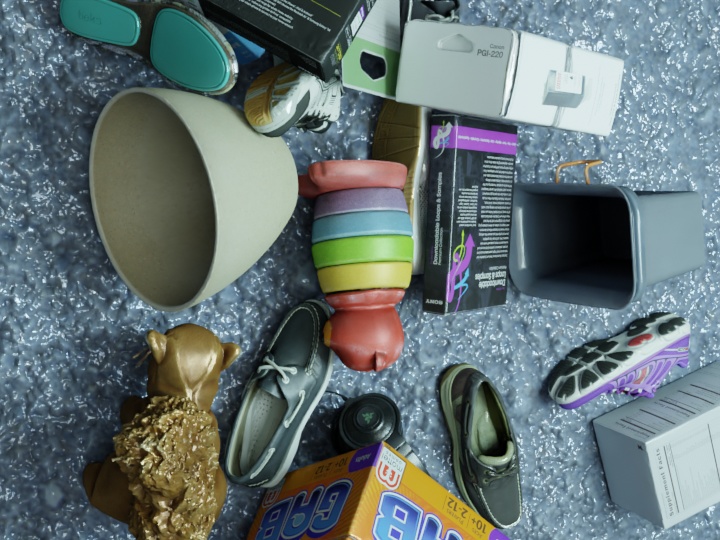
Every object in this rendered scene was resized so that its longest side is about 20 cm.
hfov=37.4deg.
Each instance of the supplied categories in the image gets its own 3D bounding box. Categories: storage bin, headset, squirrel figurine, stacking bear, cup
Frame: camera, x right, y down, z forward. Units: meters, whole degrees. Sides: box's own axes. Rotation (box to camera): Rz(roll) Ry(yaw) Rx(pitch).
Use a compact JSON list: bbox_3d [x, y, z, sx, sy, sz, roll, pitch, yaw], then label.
[{"bbox_3d":[0.269,-0.048,1.157,0.132,0.199,0.149,-11,100,-31],"label":"storage bin"},{"bbox_3d":[0.016,0.157,1.116,0.094,0.124,0.201,-40,84,-16],"label":"headset"},{"bbox_3d":[-0.169,0.151,0.994,0.139,0.200,0.190,15,99,-17],"label":"squirrel figurine"},{"bbox_3d":[0.000,0.000,1.065,0.111,0.121,0.204,-3,86,-16],"label":"stacking bear"},{"bbox_3d":[-0.142,-0.077,1.002,0.142,0.198,0.205,-17,103,-42],"label":"cup"}]

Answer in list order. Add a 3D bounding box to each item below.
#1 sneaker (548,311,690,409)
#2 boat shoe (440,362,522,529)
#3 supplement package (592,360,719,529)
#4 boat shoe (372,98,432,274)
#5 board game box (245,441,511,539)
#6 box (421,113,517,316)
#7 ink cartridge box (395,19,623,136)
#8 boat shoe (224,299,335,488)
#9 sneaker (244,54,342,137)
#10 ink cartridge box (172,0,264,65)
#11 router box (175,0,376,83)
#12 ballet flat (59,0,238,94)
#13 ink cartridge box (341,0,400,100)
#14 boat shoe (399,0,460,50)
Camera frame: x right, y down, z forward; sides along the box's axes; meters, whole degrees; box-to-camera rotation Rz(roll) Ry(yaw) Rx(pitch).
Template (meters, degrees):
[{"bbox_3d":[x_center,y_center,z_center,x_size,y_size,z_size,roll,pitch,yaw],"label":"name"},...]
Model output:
[{"bbox_3d":[0.313,0.122,1.246,0.197,0.080,0.085,-21,109,-18],"label":"sneaker"},{"bbox_3d":[0.143,0.204,1.192,0.071,0.066,0.204,-21,103,-18],"label":"boat shoe"},{"bbox_3d":[0.395,0.202,1.267,0.197,0.109,0.116,-20,103,-18],"label":"supplement package"},{"bbox_3d":[0.058,-0.097,1.132,0.068,0.070,0.204,-3,97,-42],"label":"boat shoe"},{"bbox_3d":[0.002,0.323,1.042,0.199,0.199,0.202,39,51,-20],"label":"board game box"},{"bbox_3d":[0.117,-0.058,1.135,0.142,0.036,0.205,-3,97,-56],"label":"box"},{"bbox_3d":[0.152,-0.192,1.073,0.198,0.144,0.087,2,101,-48],"label":"ink cartridge box"},{"bbox_3d":[-0.082,0.125,1.085,0.060,0.075,0.204,18,87,-59],"label":"boat shoe"},{"bbox_3d":[-0.051,-0.166,1.022,0.074,0.201,0.089,-15,117,21],"label":"sneaker"},{"bbox_3d":[-0.146,-0.311,1.024,0.199,0.067,0.117,40,81,-20],"label":"ink cartridge box"},{"bbox_3d":[-0.078,-0.280,0.941,0.198,0.051,0.151,30,81,9],"label":"router box"},{"bbox_3d":[-0.183,-0.220,0.980,0.198,0.072,0.073,25,86,19],"label":"ballet flat"},{"bbox_3d":[-0.005,-0.275,1.046,0.145,0.047,0.205,-5,97,-64],"label":"ink cartridge box"},{"bbox_3d":[0.071,-0.272,1.115,0.071,0.063,0.204,-7,99,-21],"label":"boat shoe"}]
